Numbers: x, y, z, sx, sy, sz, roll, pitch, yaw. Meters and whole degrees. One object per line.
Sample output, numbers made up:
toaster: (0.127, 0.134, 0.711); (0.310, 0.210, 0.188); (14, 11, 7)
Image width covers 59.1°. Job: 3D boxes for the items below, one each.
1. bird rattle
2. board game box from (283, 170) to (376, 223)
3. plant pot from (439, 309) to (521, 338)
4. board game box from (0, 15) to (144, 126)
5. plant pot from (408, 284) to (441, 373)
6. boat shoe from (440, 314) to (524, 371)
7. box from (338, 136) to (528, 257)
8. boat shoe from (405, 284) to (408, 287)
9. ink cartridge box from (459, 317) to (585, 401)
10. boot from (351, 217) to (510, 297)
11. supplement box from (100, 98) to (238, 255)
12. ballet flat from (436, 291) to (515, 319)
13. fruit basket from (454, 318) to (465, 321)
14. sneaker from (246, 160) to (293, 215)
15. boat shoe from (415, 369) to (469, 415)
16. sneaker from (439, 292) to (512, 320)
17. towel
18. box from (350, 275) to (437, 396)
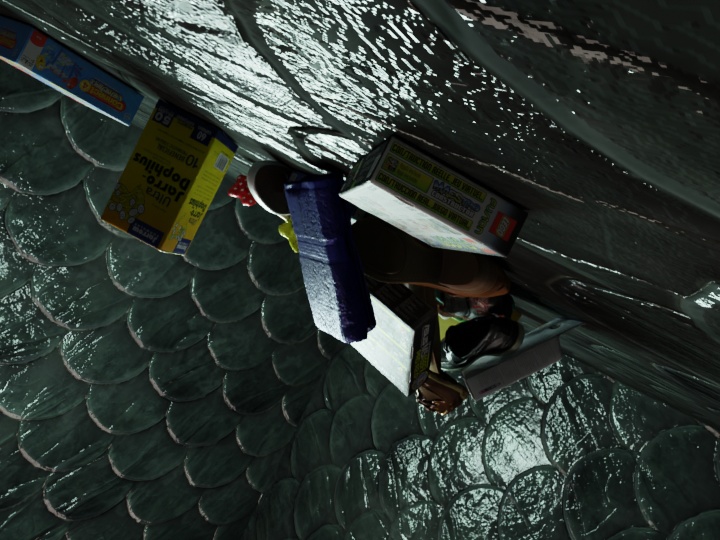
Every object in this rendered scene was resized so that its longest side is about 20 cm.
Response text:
bird rattle: (-0.160, -0.132, 1.280); (0.199, 0.113, 0.163); (30, -163, 4)
board game box: (-0.010, -0.085, 0.914); (0.135, 0.035, 0.199); (28, 180, -36)
plant pot: (0.243, 0.126, 1.531); (0.199, 0.178, 0.200); (27, 179, 30)
board game box: (-0.480, -0.319, 1.005); (0.199, 0.056, 0.195); (28, 180, 37)
plant pot: (0.095, 0.053, 0.948); (0.027, 0.203, 0.200); (-8, 173, 10)
boat shoe: (0.166, 0.111, 1.006); (0.066, 0.075, 0.199); (26, 157, -24)
box: (0.046, -0.055, 0.517); (0.109, 0.035, 0.200); (27, 180, -9)
boat shoe: (0.092, -0.007, 1.112); (0.067, 0.075, 0.199); (10, -172, -5)
ink cartridge box: (0.258, 0.139, 1.026); (0.196, 0.198, 0.044); (20, -135, -83)
boot: (0.090, -0.011, 0.812); (0.198, 0.078, 0.155); (9, 177, 29)
supplement box: (-0.292, -0.139, 0.985); (0.108, 0.202, 0.110); (26, 180, 5)
ballet flat: (0.184, 0.061, 1.137); (0.198, 0.069, 0.072); (7, 150, -30)
fruit basket: (0.177, 0.028, 1.345); (0.184, 0.094, 0.200); (27, 164, 34)
sneaker: (-0.134, -0.128, 1.006); (0.084, 0.073, 0.200); (24, 180, 26)
boat shoe: (0.125, 0.197, 1.022); (0.072, 0.068, 0.200); (35, 177, 29)
sneaker: (0.193, 0.060, 1.057); (0.107, 0.068, 0.202); (10, 162, 20)
towel: (-0.037, -0.019, 0.787); (0.049, 0.202, 0.147); (-15, -168, -20)
box: (0.015, 0.059, 0.877); (0.200, 0.044, 0.161); (39, 149, 30)
